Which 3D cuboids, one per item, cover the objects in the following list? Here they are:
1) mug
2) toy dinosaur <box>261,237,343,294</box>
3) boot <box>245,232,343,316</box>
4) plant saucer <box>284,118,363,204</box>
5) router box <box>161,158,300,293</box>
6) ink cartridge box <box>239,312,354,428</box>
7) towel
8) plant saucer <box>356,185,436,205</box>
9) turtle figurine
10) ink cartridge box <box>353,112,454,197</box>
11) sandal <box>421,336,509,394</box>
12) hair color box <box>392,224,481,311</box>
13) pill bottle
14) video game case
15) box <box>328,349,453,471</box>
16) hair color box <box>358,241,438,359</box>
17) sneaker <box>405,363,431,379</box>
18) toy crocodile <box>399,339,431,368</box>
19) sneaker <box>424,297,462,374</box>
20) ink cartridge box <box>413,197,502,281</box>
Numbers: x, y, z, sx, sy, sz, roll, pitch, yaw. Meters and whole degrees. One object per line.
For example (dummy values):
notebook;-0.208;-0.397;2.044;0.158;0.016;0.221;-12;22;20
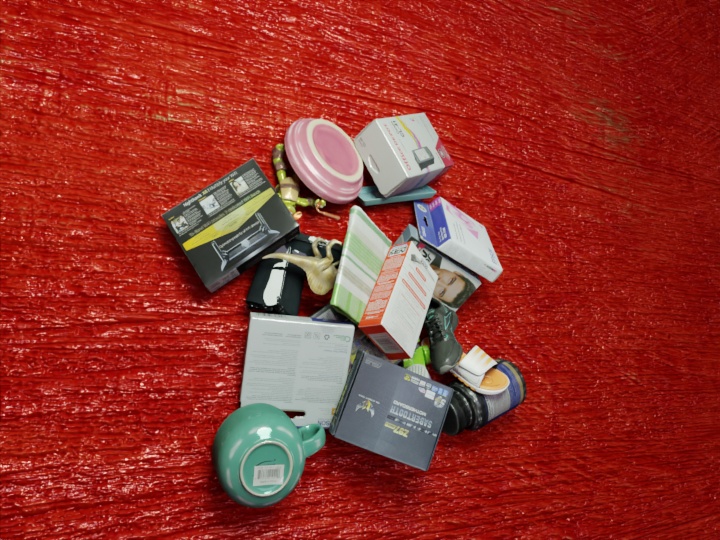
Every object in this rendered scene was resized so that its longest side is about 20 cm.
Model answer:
mug;-0.157;0.303;0.882;0.185;0.114;0.153;-44;105;-15
toy dinosaur;-0.075;-0.010;0.970;0.198;0.058;0.103;34;70;-27
boot;-0.118;0.017;1.019;0.197;0.076;0.172;17;74;-27
plant saucer;-0.064;-0.237;1.083;0.199;0.051;0.204;28;45;-32
router box;-0.232;-0.083;0.948;0.198;0.052;0.159;-34;81;-11
ink cartridge box;-0.120;0.187;0.963;0.192;0.043;0.205;7;99;-16
towel;0.000;0.000;0.996;0.149;0.030;0.204;41;54;-47
plant saucer;0.075;-0.174;1.179;0.196;0.070;0.019;-10;124;-29
turtle figurine;-0.137;-0.167;1.061;0.196;0.064;0.165;7;66;-16
ink cartridge box;0.100;-0.261;1.159;0.199;0.085;0.149;-25;83;-48
sandal;0.217;0.185;1.096;0.204;0.060;0.079;28;41;25
hair color box;0.157;-0.001;1.146;0.198;0.099;0.061;32;25;-17
pill bottle;0.255;0.275;1.128;0.197;0.111;0.114;-18;86;-29
video game case;-0.006;0.135;1.046;0.198;0.025;0.183;-34;91;-15
box;0.058;0.258;0.966;0.197;0.051;0.160;24;81;-11
hair color box;0.078;0.058;1.017;0.111;0.063;0.202;48;50;-31
sneaker;0.068;0.288;1.052;0.198;0.073;0.115;-31;133;-6
toy crocodile;0.103;0.149;1.113;0.066;0.062;0.204;-15;87;-11
sneaker;0.159;0.131;1.076;0.079;0.075;0.201;47;23;-20
ink cartridge box;0.214;-0.086;1.168;0.198;0.043;0.198;30;29;-19
